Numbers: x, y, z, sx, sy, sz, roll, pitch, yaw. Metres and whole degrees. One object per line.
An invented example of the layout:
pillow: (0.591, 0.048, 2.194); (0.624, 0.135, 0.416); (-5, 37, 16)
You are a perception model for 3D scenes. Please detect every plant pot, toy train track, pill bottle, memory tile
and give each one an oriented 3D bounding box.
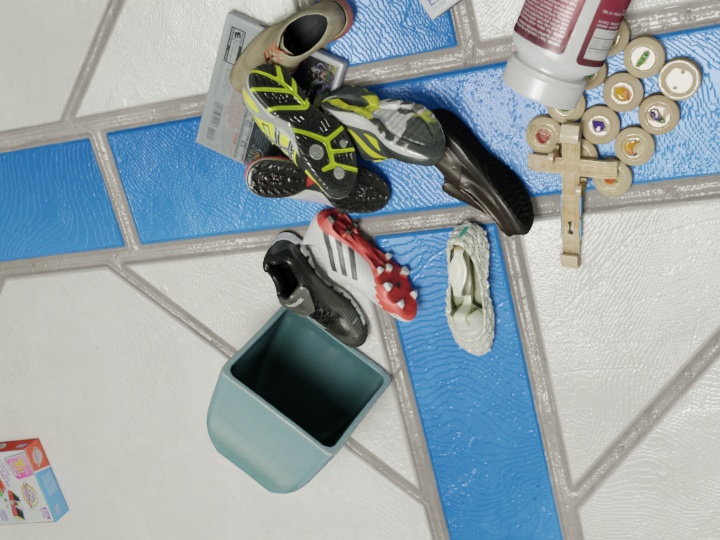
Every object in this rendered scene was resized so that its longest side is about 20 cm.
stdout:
plant pot: (-0.110, 0.210, 1.652); (0.196, 0.196, 0.200); (36, 130, 5)
toy train track: (0.263, -0.088, 1.426); (0.114, 0.033, 0.200); (8, 123, 24)
pill bottle: (0.244, -0.296, 1.301); (0.114, 0.114, 0.200); (26, 115, 11)
memory tile: (0.306, -0.198, 1.382); (0.153, 0.017, 0.200); (34, 121, 7)

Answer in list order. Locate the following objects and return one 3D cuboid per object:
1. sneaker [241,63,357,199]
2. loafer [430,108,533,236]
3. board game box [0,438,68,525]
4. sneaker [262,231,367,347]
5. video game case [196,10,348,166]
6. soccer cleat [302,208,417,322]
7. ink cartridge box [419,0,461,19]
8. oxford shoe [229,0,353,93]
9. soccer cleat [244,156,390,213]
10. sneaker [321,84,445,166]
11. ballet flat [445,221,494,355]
sneaker: (-0.077, -0.178, 1.472); (0.200, 0.075, 0.076); (53, 155, -4)
loafer: (0.145, -0.118, 1.463); (0.200, 0.073, 0.071); (51, 126, 7)
board game box: (-0.642, 0.387, 2.047); (0.200, 0.040, 0.153); (-9, 108, 27)
sneaker: (-0.072, 0.041, 1.612); (0.066, 0.090, 0.200); (-37, 94, 33)
video game case: (-0.125, -0.231, 1.557); (0.182, 0.023, 0.200); (26, 119, 12)
soccer cleat: (0.000, 0.000, 1.581); (0.200, 0.069, 0.085); (47, 131, 3)
ink cartridge box: (0.112, -0.437, 1.349); (0.199, 0.041, 0.200); (-31, 97, 31)
oxford shoe: (-0.104, -0.290, 1.465); (0.200, 0.075, 0.071); (-32, 95, 29)
soccer cleat: (-0.058, -0.122, 1.536); (0.200, 0.073, 0.068); (6, 104, -12)
sneaker: (0.037, -0.176, 1.462); (0.200, 0.074, 0.085); (33, 154, 37)
ballet flat: (0.140, 0.033, 1.530); (0.072, 0.072, 0.200); (3, 114, 23)
